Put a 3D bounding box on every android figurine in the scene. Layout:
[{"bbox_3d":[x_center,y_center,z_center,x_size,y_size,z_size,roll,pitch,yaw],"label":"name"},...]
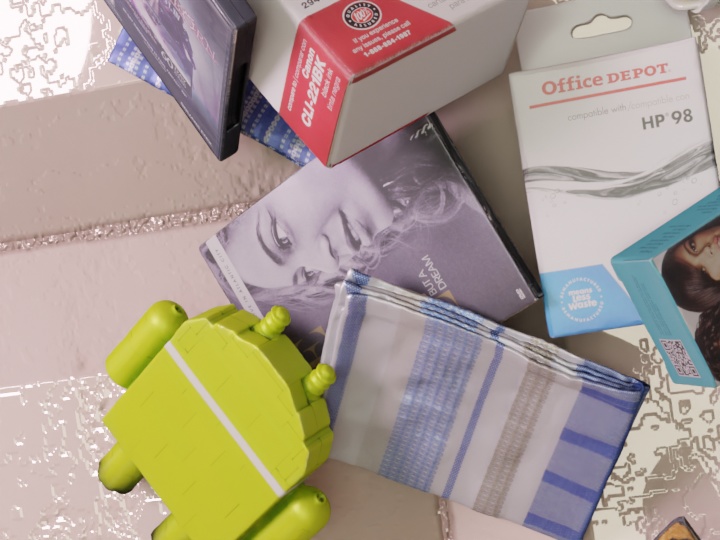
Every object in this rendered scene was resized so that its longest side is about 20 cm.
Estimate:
[{"bbox_3d":[-0.091,0.103,0.913,0.182,0.041,0.200,49,123,11],"label":"android figurine"}]

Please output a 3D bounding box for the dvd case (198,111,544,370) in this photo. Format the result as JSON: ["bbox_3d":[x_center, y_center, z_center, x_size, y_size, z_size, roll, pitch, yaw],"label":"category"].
[{"bbox_3d":[0.000,0.000,0.894,0.199,0.016,0.150,-34,86,33],"label":"dvd case"}]

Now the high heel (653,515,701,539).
[{"bbox_3d":[0.246,0.213,0.777,0.197,0.071,0.145,3,91,6],"label":"high heel"}]

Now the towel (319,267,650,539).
[{"bbox_3d":[0.064,0.090,0.876,0.198,0.024,0.148,20,126,5],"label":"towel"}]

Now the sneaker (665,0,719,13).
[{"bbox_3d":[0.219,-0.186,0.821,0.198,0.077,0.082,20,77,20],"label":"sneaker"}]

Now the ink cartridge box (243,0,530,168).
[{"bbox_3d":[-0.019,-0.181,0.827,0.143,0.084,0.200,-30,68,-27],"label":"ink cartridge box"}]

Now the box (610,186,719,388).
[{"bbox_3d":[0.245,-0.022,0.798,0.199,0.049,0.083,-32,98,-14],"label":"box"}]

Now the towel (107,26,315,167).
[{"bbox_3d":[-0.056,-0.157,0.924,0.198,0.024,0.146,28,99,10],"label":"towel"}]

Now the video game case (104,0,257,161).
[{"bbox_3d":[-0.113,-0.158,0.836,0.019,0.200,0.144,-34,82,-14],"label":"video game case"}]

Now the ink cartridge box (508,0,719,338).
[{"bbox_3d":[0.156,-0.069,0.857,0.114,0.067,0.203,-9,92,15],"label":"ink cartridge box"}]
